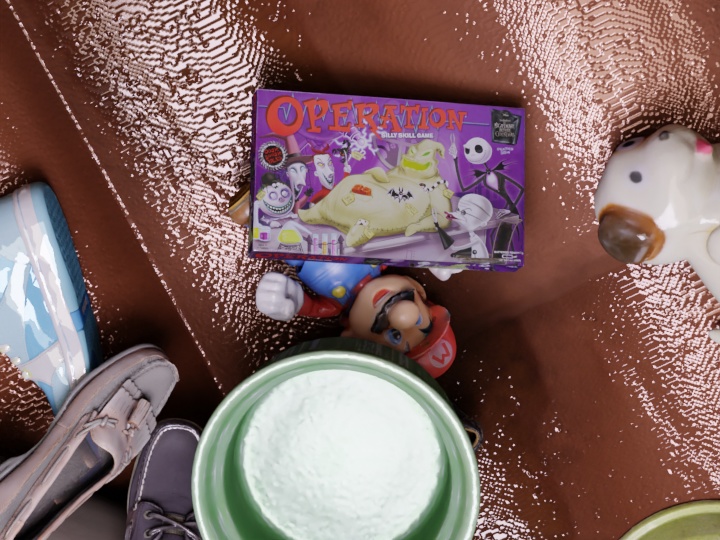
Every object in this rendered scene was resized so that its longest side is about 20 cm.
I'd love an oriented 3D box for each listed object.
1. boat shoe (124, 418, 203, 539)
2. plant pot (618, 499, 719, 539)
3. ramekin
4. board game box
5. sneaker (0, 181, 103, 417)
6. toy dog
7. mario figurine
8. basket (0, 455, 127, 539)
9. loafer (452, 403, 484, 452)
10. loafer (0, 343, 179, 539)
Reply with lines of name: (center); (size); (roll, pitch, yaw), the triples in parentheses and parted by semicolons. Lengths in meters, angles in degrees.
boat shoe: (-0.138, 0.205, 1.565); (0.072, 0.065, 0.200); (10, 79, -8)
plant pot: (0.279, 0.305, 1.640); (0.200, 0.184, 0.201); (0, 109, 0)
ramekin: (-0.015, 0.143, 1.524); (0.200, 0.098, 0.200); (1, 101, 3)
board game box: (0.020, -0.064, 1.548); (0.200, 0.032, 0.120); (3, 76, -12)
sneaker: (-0.267, 0.043, 1.600); (0.130, 0.080, 0.200); (-14, 99, 2)
toy dog: (0.267, -0.038, 1.563); (0.200, 0.140, 0.194); (24, 144, -10)
mario figurine: (0.000, 0.000, 1.571); (0.123, 0.106, 0.200); (-38, 102, 24)
basket: (-0.228, 0.234, 1.640); (0.200, 0.136, 0.181); (16, 120, -10)
loafer: (-0.001, 0.152, 1.610); (0.200, 0.072, 0.073); (-28, 94, -13)
loafer: (-0.199, 0.138, 1.548); (0.200, 0.063, 0.072); (-43, 133, -16)
